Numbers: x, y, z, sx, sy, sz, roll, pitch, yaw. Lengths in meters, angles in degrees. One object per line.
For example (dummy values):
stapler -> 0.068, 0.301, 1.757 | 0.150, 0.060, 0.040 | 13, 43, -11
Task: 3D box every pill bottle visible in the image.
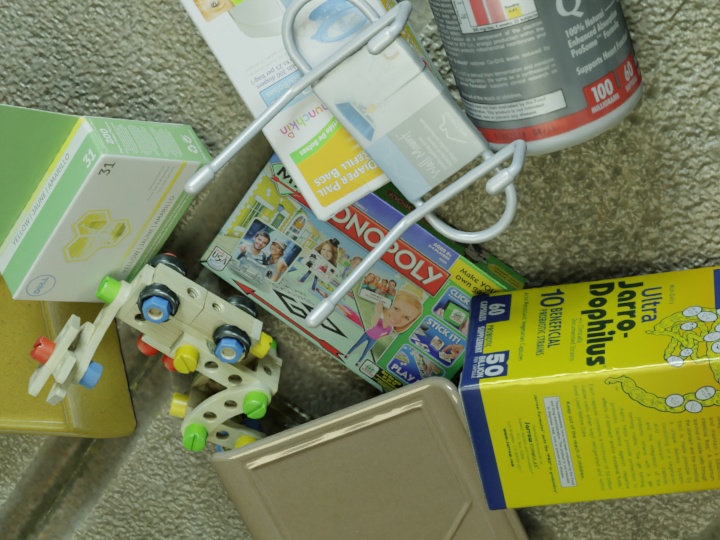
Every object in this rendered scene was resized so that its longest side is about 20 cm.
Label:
pill bottle -> 0.097, -0.183, 1.240 | 0.115, 0.116, 0.201 | -11, 115, 22

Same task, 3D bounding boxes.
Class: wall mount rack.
wall mount rack -> -0.001, -0.067, 1.229 | 0.173, 0.075, 0.200 | -35, 106, 25

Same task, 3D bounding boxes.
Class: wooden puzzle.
wooden puzzle -> 0.012, 0.175, 1.477 | 0.198, 0.037, 0.186 | -18, 119, 15

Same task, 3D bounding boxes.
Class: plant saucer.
plant saucer -> -0.287, 0.050, 1.528 | 0.198, 0.049, 0.202 | 1, 118, 16

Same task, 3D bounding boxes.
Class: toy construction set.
toy construction set -> -0.140, 0.065, 1.452 | 0.199, 0.093, 0.131 | 21, 130, -29

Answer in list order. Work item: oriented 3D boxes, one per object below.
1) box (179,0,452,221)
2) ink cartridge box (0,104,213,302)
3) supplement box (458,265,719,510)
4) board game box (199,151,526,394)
box -> -0.030, -0.152, 1.290 | 0.112, 0.101, 0.201 | -29, 108, 10
ink cartridge box -> -0.217, -0.044, 1.376 | 0.146, 0.199, 0.048 | -53, 55, 30
supplement box -> 0.176, 0.079, 1.351 | 0.198, 0.109, 0.110 | -7, 122, 12
board game box -> 0.000, 0.000, 1.425 | 0.199, 0.029, 0.135 | 35, 123, -4
